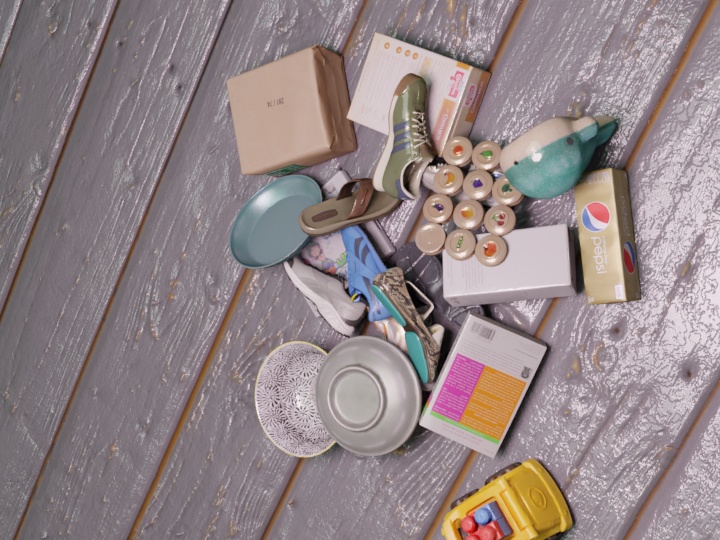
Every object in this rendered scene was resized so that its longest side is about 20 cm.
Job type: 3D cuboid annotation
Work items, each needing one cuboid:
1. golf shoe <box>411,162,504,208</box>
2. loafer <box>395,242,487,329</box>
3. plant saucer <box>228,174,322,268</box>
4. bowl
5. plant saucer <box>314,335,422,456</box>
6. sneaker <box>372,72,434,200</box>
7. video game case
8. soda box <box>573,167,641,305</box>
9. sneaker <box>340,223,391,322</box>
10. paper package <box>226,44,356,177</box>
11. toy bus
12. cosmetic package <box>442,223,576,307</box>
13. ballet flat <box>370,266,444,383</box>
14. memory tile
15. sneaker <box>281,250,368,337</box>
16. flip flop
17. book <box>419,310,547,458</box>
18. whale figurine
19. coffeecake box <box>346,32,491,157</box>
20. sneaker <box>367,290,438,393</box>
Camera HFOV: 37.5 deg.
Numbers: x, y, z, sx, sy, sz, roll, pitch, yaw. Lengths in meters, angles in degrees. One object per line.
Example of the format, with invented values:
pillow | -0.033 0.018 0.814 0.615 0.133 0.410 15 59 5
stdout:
golf shoe | 0.154 -0.128 1.727 0.200 0.078 0.097 7 100 34
loafer | 0.136 0.033 1.748 0.072 0.063 0.200 -49 62 9
plant saucer | -0.143 -0.080 1.882 0.200 0.036 0.200 -20 48 24
bowl | -0.080 0.223 1.867 0.201 0.094 0.201 0 90 34
plant saucer | 0.002 0.207 1.732 0.200 0.050 0.200 1 92 29
sneaker | 0.087 -0.204 1.683 0.090 0.067 0.200 32 116 37
video game case | -0.053 -0.046 1.890 0.200 0.024 0.182 -42 68 26
soda box | 0.369 -0.050 1.588 0.064 0.068 0.200 -7 87 34
sneaker | 0.000 0.000 1.776 0.078 0.066 0.200 -29 59 -3
paper package | -0.122 -0.277 1.888 0.200 0.103 0.191 -13 83 32
toy bus | 0.195 0.398 1.631 0.200 0.192 0.136 -39 71 28
cosmetic package | 0.231 -0.006 1.644 0.200 0.074 0.102 -5 74 19
ballet flat | 0.091 0.083 1.701 0.200 0.075 0.068 62 162 -11
memory tile | 0.176 -0.110 1.648 0.153 0.017 0.200 13 80 25
sneaker | -0.062 0.028 1.848 0.079 0.074 0.200 -46 66 3
flip flop | -0.013 -0.121 1.789 0.200 0.058 0.081 -21 50 -8
book | 0.192 0.180 1.681 0.134 0.048 0.200 23 103 -3
whale figurine | 0.300 -0.168 1.555 0.159 0.200 0.104 -34 79 52
coffeecake box | 0.095 -0.290 1.762 0.200 0.073 0.154 27 105 30
sneaker | 0.090 0.107 1.771 0.092 0.076 0.200 -36 72 23
